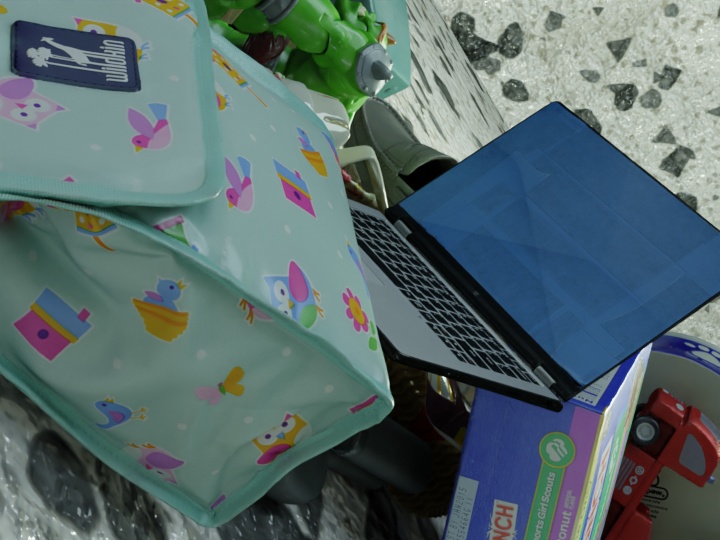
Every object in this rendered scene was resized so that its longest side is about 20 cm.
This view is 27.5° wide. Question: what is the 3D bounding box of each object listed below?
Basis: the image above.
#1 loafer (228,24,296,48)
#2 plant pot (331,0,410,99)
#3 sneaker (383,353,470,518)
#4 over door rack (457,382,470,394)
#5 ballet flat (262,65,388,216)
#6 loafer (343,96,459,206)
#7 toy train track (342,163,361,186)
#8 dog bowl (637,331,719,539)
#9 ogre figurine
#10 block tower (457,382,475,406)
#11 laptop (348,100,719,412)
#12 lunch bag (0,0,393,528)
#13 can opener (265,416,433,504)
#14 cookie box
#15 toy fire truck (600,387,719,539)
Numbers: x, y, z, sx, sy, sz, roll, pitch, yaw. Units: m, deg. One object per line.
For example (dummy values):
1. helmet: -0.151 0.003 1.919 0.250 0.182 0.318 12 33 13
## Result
1. loafer: -0.063 -0.165 1.028 0.067 0.075 0.202 -29 115 -48
2. plant pot: -0.043 -0.229 1.182 0.141 0.140 0.202 25 45 -70
3. sneaker: 0.016 0.066 0.906 0.091 0.074 0.201 -103 169 -49
4. over door rack: 0.062 0.070 1.120 0.201 0.066 0.149 68 5 -46
5. ballet flat: -0.026 -0.066 0.862 0.200 0.063 0.076 54 16 -49
6. loafer: 0.045 -0.060 1.048 0.069 0.070 0.201 3 45 -39
7. toy train track: 0.000 0.000 1.034 0.115 0.032 0.201 81 -10 -56
8. dog bowl: 0.215 0.150 1.083 0.202 0.199 0.079 62 20 4
9. ogre figurine: -0.046 -0.135 0.912 0.119 0.200 0.099 33 58 -8
10. block tower: 0.078 0.037 1.257 0.201 0.054 0.058 56 12 -27
11. laptop: 0.066 -0.030 0.773 0.199 0.117 0.187 19 20 -43
12. lunch bag: -0.090 -0.028 0.563 0.200 0.121 0.171 41 24 -37
13. can opener: -0.018 0.095 0.778 0.200 0.052 0.067 33 65 -63
14. cookie box: 0.108 0.123 0.868 0.200 0.074 0.173 -32 136 -67
15. toy fire truck: 0.208 0.199 1.018 0.140 0.201 0.049 33 10 5
